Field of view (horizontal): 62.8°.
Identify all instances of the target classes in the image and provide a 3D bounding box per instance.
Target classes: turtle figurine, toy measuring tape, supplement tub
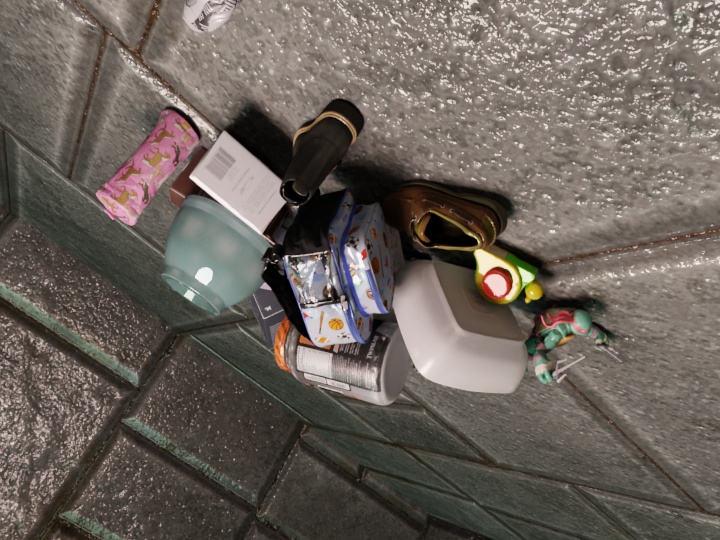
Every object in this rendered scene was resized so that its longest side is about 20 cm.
[{"bbox_3d":[0.293,0.102,0.863,0.200,0.146,0.103,134,120,-69],"label":"turtle figurine"},{"bbox_3d":[0.165,-0.007,0.840,0.197,0.074,0.074,29,157,15],"label":"toy measuring tape"},{"bbox_3d":[-0.029,0.128,0.925,0.195,0.125,0.123,10,150,27],"label":"supplement tub"}]

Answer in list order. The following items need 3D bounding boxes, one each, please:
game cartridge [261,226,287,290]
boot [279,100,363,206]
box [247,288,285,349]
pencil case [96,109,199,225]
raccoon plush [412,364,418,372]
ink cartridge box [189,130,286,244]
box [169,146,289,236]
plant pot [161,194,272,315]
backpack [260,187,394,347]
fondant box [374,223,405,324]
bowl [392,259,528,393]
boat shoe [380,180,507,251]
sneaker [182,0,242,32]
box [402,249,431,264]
[{"bbox_3d":[-0.231,-0.054,1.158,0.197,0.135,0.041,29,164,3],"label":"game cartridge"},{"bbox_3d":[-0.082,-0.134,0.812,0.077,0.140,0.200,33,158,-8],"label":"boot"},{"bbox_3d":[-0.182,0.053,1.261,0.151,0.105,0.201,62,165,20],"label":"box"},{"bbox_3d":[-0.357,-0.174,0.994,0.081,0.203,0.087,27,158,10],"label":"pencil case"},{"bbox_3d":[0.167,0.133,0.994,0.198,0.137,0.095,32,152,-35],"label":"raccoon plush"},{"bbox_3d":[-0.174,-0.126,0.927,0.175,0.084,0.200,40,179,-19],"label":"ink cartridge box"},{"bbox_3d":[-0.240,-0.119,1.084,0.198,0.101,0.075,36,157,-8],"label":"box"},{"bbox_3d":[-0.257,-0.011,1.015,0.197,0.136,0.201,28,160,11],"label":"plant pot"},{"bbox_3d":[-0.028,0.003,0.821,0.150,0.201,0.195,1,122,16],"label":"backpack"},{"bbox_3d":[0.000,0.000,0.947,0.141,0.058,0.205,3,120,30],"label":"fondant box"},{"bbox_3d":[0.148,0.067,0.849,0.196,0.203,0.075,13,130,-28],"label":"bowl"},{"bbox_3d":[0.093,-0.070,0.783,0.197,0.068,0.073,10,129,43],"label":"boat shoe"},{"bbox_3d":[-0.148,-0.330,0.603,0.197,0.076,0.115,-4,138,46],"label":"sneaker"},{"bbox_3d":[0.016,0.016,1.020,0.196,0.038,0.140,22,118,23],"label":"box"}]
